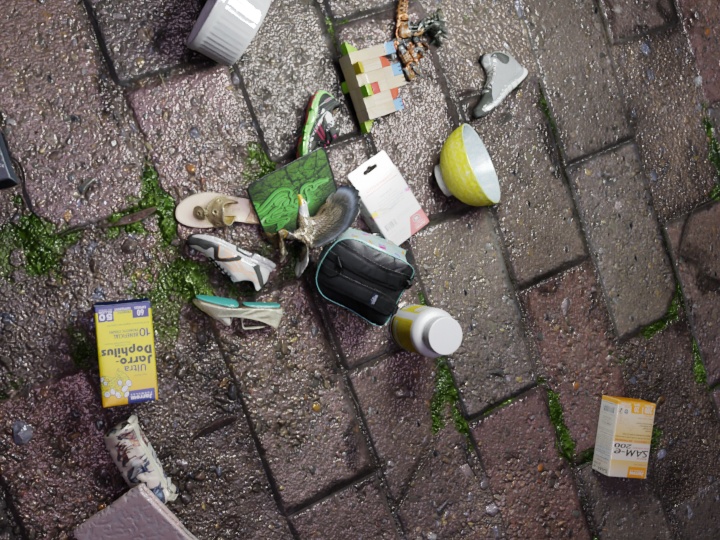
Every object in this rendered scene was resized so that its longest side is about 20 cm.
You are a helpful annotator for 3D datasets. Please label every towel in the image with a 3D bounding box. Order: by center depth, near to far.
[{"bbox_3d":[-0.456,0.548,1.413,0.199,0.032,0.191,-36,105,14],"label":"towel"}]

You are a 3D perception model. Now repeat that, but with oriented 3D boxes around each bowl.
[{"bbox_3d":[0.239,-0.233,1.628,0.107,0.200,0.201,-21,101,26],"label":"bowl"}]

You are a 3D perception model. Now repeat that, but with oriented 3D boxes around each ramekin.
[{"bbox_3d":[-0.267,-0.521,1.416,0.097,0.200,0.202,29,82,-25],"label":"ramekin"}]

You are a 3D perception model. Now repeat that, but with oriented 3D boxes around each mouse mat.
[{"bbox_3d":[-0.142,-0.165,1.523,0.199,0.008,0.162,-30,129,-15],"label":"mouse mat"}]

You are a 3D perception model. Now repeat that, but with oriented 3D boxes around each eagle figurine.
[{"bbox_3d":[-0.097,-0.099,1.481,0.199,0.152,0.152,-21,140,-24],"label":"eagle figurine"}]

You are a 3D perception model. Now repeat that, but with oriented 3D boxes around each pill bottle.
[{"bbox_3d":[0.150,0.138,1.569,0.110,0.200,0.112,0,91,-18],"label":"pill bottle"}]

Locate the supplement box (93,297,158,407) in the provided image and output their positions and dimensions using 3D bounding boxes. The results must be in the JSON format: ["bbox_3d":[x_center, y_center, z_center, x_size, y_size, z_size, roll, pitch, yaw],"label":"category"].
[{"bbox_3d":[-0.475,0.162,1.400,0.108,0.109,0.202,-5,93,-19],"label":"supplement box"}]

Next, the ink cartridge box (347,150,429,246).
[{"bbox_3d":[0.054,-0.163,1.599,0.116,0.067,0.201,-36,104,-15],"label":"ink cartridge box"}]

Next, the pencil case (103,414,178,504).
[{"bbox_3d":[-0.454,0.397,1.426,0.089,0.078,0.201,-23,100,15],"label":"pencil case"}]

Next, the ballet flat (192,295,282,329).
[{"bbox_3d":[-0.266,0.096,1.496,0.198,0.067,0.063,8,98,-19],"label":"ballet flat"}]

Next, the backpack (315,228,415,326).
[{"bbox_3d":[0.000,0.000,1.524,0.199,0.154,0.177,22,113,-17],"label":"backpack"}]

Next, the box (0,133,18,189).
[{"bbox_3d":[-0.777,-0.234,1.284,0.199,0.117,0.198,-19,97,-19],"label":"box"}]

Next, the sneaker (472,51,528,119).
[{"bbox_3d":[0.314,-0.465,1.687,0.116,0.075,0.200,49,66,-9],"label":"sneaker"}]

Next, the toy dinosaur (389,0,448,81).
[{"bbox_3d":[0.128,-0.551,1.608,0.134,0.102,0.202,-12,117,-2],"label":"toy dinosaur"}]

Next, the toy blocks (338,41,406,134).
[{"bbox_3d":[0.040,-0.433,1.584,0.136,0.100,0.202,-24,101,-28],"label":"toy blocks"}]

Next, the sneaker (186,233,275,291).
[{"bbox_3d":[-0.283,-0.019,1.482,0.199,0.074,0.081,25,85,-18],"label":"sneaker"}]

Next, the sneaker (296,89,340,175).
[{"bbox_3d":[-0.090,-0.301,1.542,0.083,0.077,0.202,16,87,-15],"label":"sneaker"}]

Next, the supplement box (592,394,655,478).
[{"bbox_3d":[0.700,0.442,1.833,0.125,0.073,0.202,8,89,-18],"label":"supplement box"}]

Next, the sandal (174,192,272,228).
[{"bbox_3d":[-0.288,-0.130,1.479,0.210,0.070,0.078,0,91,-19],"label":"sandal"}]
